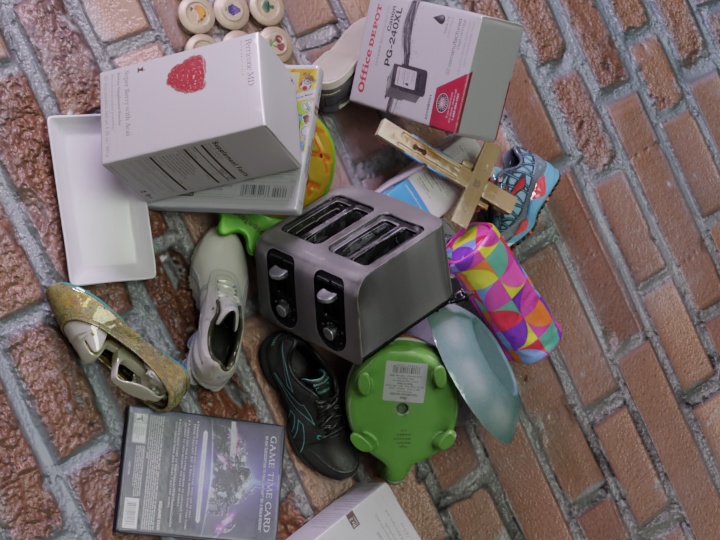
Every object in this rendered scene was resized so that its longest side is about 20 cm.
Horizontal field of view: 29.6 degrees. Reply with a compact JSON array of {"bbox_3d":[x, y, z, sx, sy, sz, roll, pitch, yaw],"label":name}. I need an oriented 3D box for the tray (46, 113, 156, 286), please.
[{"bbox_3d":[-0.304,-0.083,1.595,0.107,0.022,0.202,-6,82,-30],"label":"tray"}]

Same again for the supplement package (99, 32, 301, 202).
[{"bbox_3d":[-0.181,-0.172,1.553,0.120,0.199,0.122,46,35,-63],"label":"supplement package"}]

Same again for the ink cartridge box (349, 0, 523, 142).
[{"bbox_3d":[0.089,-0.254,1.683,0.083,0.199,0.146,2,105,-44],"label":"ink cartridge box"}]

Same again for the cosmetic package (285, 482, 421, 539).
[{"bbox_3d":[-0.031,0.352,1.619,0.200,0.081,0.113,-37,100,-30],"label":"cosmetic package"}]

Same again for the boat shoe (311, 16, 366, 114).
[{"bbox_3d":[0.004,-0.275,1.791,0.200,0.072,0.063,-43,144,-33],"label":"boat shoe"}]

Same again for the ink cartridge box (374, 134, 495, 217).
[{"bbox_3d":[0.092,-0.111,1.758,0.200,0.116,0.068,-39,100,-28],"label":"ink cartridge box"}]

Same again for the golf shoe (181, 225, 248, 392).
[{"bbox_3d":[-0.158,0.039,1.607,0.078,0.097,0.202,8,74,-24],"label":"golf shoe"}]

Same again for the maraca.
[{"bbox_3d":[-0.105,-0.113,1.658,0.137,0.107,0.201,32,68,-12],"label":"maraca"}]

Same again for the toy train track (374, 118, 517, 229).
[{"bbox_3d":[0.103,-0.125,1.685,0.199,0.032,0.115,29,75,-16],"label":"toy train track"}]

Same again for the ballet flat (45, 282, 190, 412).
[{"bbox_3d":[-0.279,0.092,1.543,0.200,0.071,0.071,40,64,-19],"label":"ballet flat"}]

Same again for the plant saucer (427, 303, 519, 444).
[{"bbox_3d":[0.149,0.114,1.667,0.039,0.201,0.202,-30,96,15],"label":"plant saucer"}]

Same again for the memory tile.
[{"bbox_3d":[-0.157,-0.303,1.721,0.152,0.017,0.202,-11,86,-29],"label":"memory tile"}]

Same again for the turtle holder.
[{"bbox_3d":[0.056,0.165,1.657,0.140,0.132,0.186,-24,107,6],"label":"turtle holder"}]

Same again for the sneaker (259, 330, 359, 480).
[{"bbox_3d":[-0.056,0.165,1.646,0.075,0.079,0.201,-33,97,-29],"label":"sneaker"}]

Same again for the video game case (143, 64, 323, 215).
[{"bbox_3d":[-0.150,-0.156,1.617,0.023,0.198,0.183,43,52,-64],"label":"video game case"}]

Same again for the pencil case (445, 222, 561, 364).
[{"bbox_3d":[0.175,0.030,1.723,0.200,0.088,0.089,51,61,-25],"label":"pencil case"}]

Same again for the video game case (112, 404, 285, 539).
[{"bbox_3d":[-0.185,0.241,1.595,0.199,0.019,0.144,11,75,-27],"label":"video game case"}]

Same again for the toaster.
[{"bbox_3d":[0.000,0.000,1.612,0.199,0.180,0.119,-32,130,-34],"label":"toaster"}]

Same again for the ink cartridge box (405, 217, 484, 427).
[{"bbox_3d":[0.109,0.066,1.774,0.200,0.041,0.200,46,63,-13],"label":"ink cartridge box"}]

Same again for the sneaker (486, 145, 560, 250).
[{"bbox_3d":[0.190,-0.091,1.832,0.095,0.079,0.200,40,48,-8],"label":"sneaker"}]
